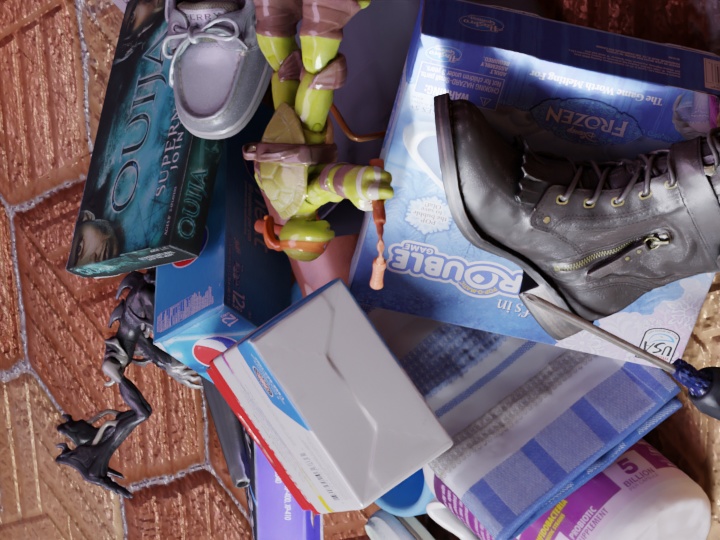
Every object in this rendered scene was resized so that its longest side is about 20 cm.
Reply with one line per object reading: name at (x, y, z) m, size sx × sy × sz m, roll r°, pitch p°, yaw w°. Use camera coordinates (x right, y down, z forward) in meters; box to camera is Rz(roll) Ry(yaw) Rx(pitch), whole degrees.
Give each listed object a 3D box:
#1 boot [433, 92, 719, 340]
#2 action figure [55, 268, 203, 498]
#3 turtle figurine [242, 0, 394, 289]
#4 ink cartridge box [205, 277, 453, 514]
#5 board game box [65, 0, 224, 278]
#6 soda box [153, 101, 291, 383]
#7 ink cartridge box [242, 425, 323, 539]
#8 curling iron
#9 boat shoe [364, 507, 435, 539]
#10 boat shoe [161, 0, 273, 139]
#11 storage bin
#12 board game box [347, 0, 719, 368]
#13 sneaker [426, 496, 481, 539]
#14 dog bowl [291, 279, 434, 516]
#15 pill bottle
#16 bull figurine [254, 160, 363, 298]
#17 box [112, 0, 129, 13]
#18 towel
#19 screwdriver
boot at (0.146, -0.050, 1.268) m, size 0.174 × 0.069 × 0.200 m, roll -21°, pitch 135°, yaw 21°
action figure at (-0.150, 0.066, 1.798) m, size 0.200 × 0.102 × 0.119 m, roll -64°, pitch 10°, yaw 1°
turtle figurine at (-0.036, -0.074, 1.357) m, size 0.200 × 0.064 × 0.162 m, roll -166°, pitch 76°, yaw -71°
ink cartridge box at (-0.024, 0.079, 1.420) m, size 0.116 × 0.067 × 0.200 m, roll 56°, pitch 167°, yaw -1°
board game box at (-0.132, -0.097, 1.595) m, size 0.135 × 0.028 × 0.200 m, roll -12°, pitch 62°, yaw 53°
soda box at (-0.090, -0.027, 1.595) m, size 0.064 × 0.068 × 0.200 m, roll -28°, pitch 44°, yaw 29°
ink cartridge box at (-0.060, 0.109, 1.654) m, size 0.200 × 0.043 × 0.198 m, roll -107°, pitch 12°, yaw -47°
curling iron at (-0.097, 0.064, 1.652) m, size 0.050 × 0.026 × 0.200 m, roll 60°, pitch -171°, yaw -50°
boat shoe at (0.053, 0.251, 1.643) m, size 0.200 × 0.068 × 0.075 m, roll 56°, pitch 172°, yaw 17°
boat shoe at (-0.090, -0.185, 1.511) m, size 0.074 × 0.065 × 0.202 m, roll 7°, pitch 86°, yaw 28°
storage bin at (0.025, -0.122, 1.451) m, size 0.200 × 0.145 × 0.135 m, roll -42°, pitch 64°, yaw 53°
board game box at (0.109, -0.045, 1.343) m, size 0.043 × 0.200 × 0.199 m, roll -82°, pitch 6°, yaw -48°
sneaker at (0.122, 0.200, 1.526) m, size 0.200 × 0.088 × 0.075 m, roll 41°, pitch 136°, yaw 32°
dog bowl at (0.015, 0.075, 1.632) m, size 0.111 × 0.050 × 0.200 m, roll -28°, pitch 85°, yaw 55°
pill bottle at (0.109, 0.122, 1.480) m, size 0.200 × 0.112 × 0.112 m, roll 40°, pitch 136°, yaw 33°
bull figurine at (0.000, 0.000, 1.549) m, size 0.065 × 0.121 × 0.200 m, roll -14°, pitch 97°, yaw 55°
box at (-0.106, -0.225, 1.641) m, size 0.144 × 0.036 × 0.200 m, roll 47°, pitch 141°, yaw 26°
towel at (0.081, 0.053, 1.450) m, size 0.200 × 0.147 × 0.024 m, roll 49°, pitch 175°, yaw 33°
screwdriver at (0.164, 0.047, 1.328) m, size 0.029 × 0.200 × 0.028 m, roll -39°, pitch 41°, yaw 26°
